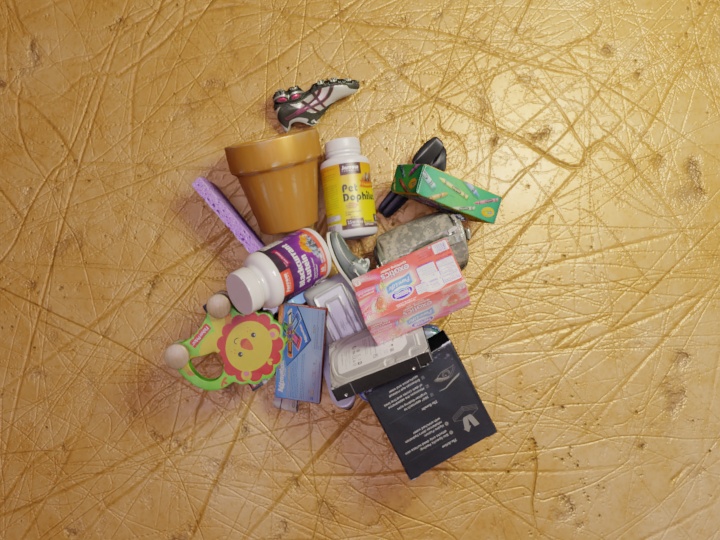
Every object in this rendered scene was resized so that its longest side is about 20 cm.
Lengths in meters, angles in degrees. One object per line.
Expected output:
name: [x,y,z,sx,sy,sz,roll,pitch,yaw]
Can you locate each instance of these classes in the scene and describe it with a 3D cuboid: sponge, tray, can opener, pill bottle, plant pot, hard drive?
sponge: [-0.272,-0.109,1.259,0.030,0.112,0.201,-40,88,1]
tray: [-0.032,0.113,1.213,0.105,0.022,0.204,-27,87,2]
can opener: [0.111,-0.197,1.269,0.078,0.064,0.200,38,102,-24]
pill bottle: [-0.158,0.004,1.142,0.198,0.111,0.113,-31,89,-39]
pill bottle: [-0.027,-0.171,1.247,0.106,0.109,0.207,-8,90,3]
plant pot: [-0.167,-0.182,1.225,0.194,0.201,0.189,-10,105,3]
hard drive: [0.034,0.158,1.124,0.195,0.141,0.038,-21,119,7]

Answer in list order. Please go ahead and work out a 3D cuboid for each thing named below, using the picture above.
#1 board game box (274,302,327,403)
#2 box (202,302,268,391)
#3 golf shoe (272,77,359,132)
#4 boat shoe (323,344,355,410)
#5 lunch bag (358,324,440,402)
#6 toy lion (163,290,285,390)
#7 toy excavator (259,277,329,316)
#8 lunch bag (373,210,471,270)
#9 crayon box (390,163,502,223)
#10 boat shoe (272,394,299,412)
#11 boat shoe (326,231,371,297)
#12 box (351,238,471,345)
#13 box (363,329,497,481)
board game box: [-0.124,0.171,1.217,0.100,0.019,0.207,7,104,6]
box: [-0.251,0.149,1.246,0.039,0.137,0.203,-31,88,1]
golf shoe: [-0.092,-0.366,1.279,0.194,0.078,0.091,-12,109,5]
boat shoe: [-0.054,0.201,1.272,0.070,0.068,0.204,-21,69,-1]
lunch bag: [0.083,0.199,1.256,0.193,0.082,0.166,-4,89,3]
toy lion: [-0.252,0.153,1.152,0.191,0.069,0.201,42,88,-7]
toy excavator: [-0.127,0.039,1.268,0.196,0.100,0.198,-29,90,-6]
lunch bag: [0.127,-0.035,1.211,0.195,0.168,0.143,-22,89,2]
crayon box: [0.173,-0.155,1.195,0.195,0.118,0.060,18,92,-25]
boat shoe: [-0.134,0.209,1.273,0.064,0.072,0.206,17,93,2]
boat shoe: [0.000,0.000,1.200,0.061,0.073,0.203,-27,102,18]
box: [0.095,0.042,1.094,0.195,0.095,0.104,-24,53,4]
box: [0.133,0.261,1.162,0.193,0.117,0.204,-29,94,4]
